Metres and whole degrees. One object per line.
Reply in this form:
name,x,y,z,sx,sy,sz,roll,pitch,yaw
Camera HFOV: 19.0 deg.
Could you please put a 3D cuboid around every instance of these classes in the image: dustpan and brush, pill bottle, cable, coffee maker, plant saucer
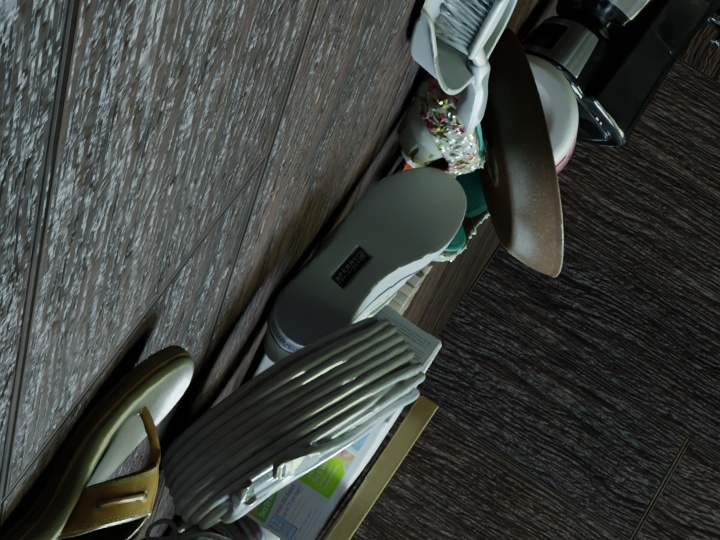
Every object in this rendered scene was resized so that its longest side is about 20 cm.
dustpan and brush,0.076,-0.156,1.446,0.140,0.057,0.200,-55,174,-28
pill bottle,0.143,-0.131,1.948,0.110,0.109,0.200,-57,175,1
cable,-0.049,0.107,1.491,0.199,0.070,0.200,-30,174,-35
coffee maker,0.268,-0.223,2.131,0.201,0.192,0.135,-55,-169,-12
plant saucer,0.119,-0.091,1.713,0.200,0.036,0.202,169,-90,-85

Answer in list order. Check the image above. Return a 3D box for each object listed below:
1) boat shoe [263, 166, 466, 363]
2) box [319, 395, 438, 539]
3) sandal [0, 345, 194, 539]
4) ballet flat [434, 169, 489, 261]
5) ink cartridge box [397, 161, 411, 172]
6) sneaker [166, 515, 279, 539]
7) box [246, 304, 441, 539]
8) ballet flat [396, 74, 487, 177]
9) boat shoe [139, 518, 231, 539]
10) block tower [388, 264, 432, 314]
boat shoe,0.000,0.000,1.589,0.200,0.071,0.070,-46,178,-29
box,-0.014,0.209,1.745,0.200,0.021,0.164,-52,175,-45
sandal,-0.141,0.127,1.119,0.201,0.054,0.080,-55,174,-29
ballet flat,0.059,-0.042,1.754,0.072,0.072,0.200,-60,168,23
ink cartridge box,0.022,-0.018,1.817,0.160,0.047,0.201,-53,175,-43
sneaker,-0.118,0.232,1.789,0.200,0.081,0.088,-55,176,-36
box,-0.035,0.115,1.706,0.102,0.112,0.201,-52,173,-43
ballet flat,0.061,-0.101,1.624,0.063,0.076,0.200,-26,169,2
boat shoe,-0.118,0.212,1.506,0.075,0.086,0.202,-57,-158,-15
block tower,-0.009,0.068,1.996,0.201,0.054,0.058,-59,175,8
